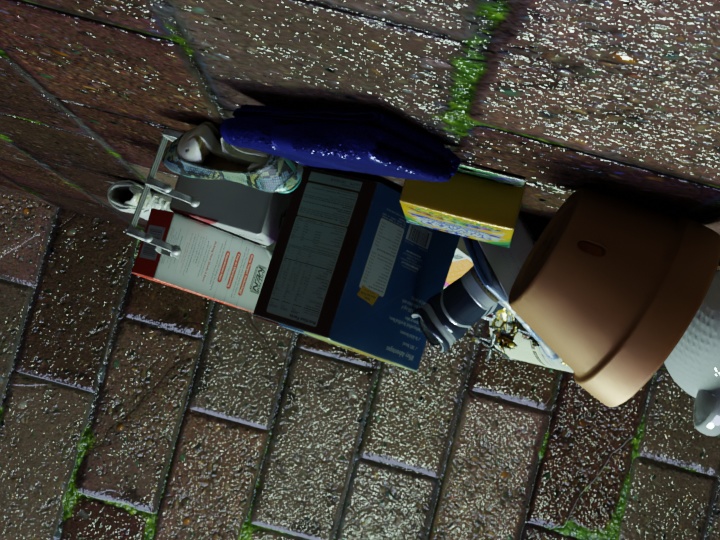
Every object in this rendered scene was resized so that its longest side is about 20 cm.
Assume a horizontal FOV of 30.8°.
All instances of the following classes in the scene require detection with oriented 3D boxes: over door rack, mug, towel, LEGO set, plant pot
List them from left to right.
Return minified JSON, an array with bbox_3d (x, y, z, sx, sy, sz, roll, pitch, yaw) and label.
[{"bbox_3d":[-0.237,-0.095,1.724,0.066,0.149,0.200,20,176,7],"label":"over door rack"},{"bbox_3d":[-0.019,-0.127,1.270,0.199,0.050,0.147,11,-179,38],"label":"towel"},{"bbox_3d":[0.184,0.018,1.643,0.200,0.024,0.147,43,-159,-44],"label":"towel"},{"bbox_3d":[0.238,0.068,1.848,0.153,0.116,0.201,23,142,19],"label":"LEGO set"},{"bbox_3d":[0.238,0.013,1.282,0.140,0.201,0.200,31,175,-2],"label":"plant pot"},{"bbox_3d":[0.418,0.089,1.447,0.147,0.201,0.175,24,167,2],"label":"mug"}]

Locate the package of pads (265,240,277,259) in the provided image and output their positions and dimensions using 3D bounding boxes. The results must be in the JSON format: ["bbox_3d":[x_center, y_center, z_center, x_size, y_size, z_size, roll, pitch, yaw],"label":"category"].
[{"bbox_3d":[-0.054,-0.036,1.873,0.154,0.068,0.200,-29,178,-5],"label":"package of pads"}]

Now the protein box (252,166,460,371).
[{"bbox_3d":[0.000,0.000,1.672,0.134,0.201,0.198,15,175,40],"label":"protein box"}]

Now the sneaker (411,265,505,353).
[{"bbox_3d":[0.131,0.048,1.685,0.070,0.108,0.200,50,-169,9],"label":"sneaker"}]

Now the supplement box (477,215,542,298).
[{"bbox_3d":[0.220,0.006,1.621,0.061,0.109,0.200,-31,159,15],"label":"supplement box"}]

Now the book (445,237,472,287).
[{"bbox_3d":[0.112,-0.011,1.900,0.133,0.048,0.200,-14,160,25],"label":"book"}]

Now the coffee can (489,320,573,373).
[{"bbox_3d":[0.320,0.083,2.022,0.146,0.147,0.199,19,174,-43],"label":"coffee can"}]

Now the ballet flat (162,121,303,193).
[{"bbox_3d":[-0.155,-0.140,1.505,0.199,0.075,0.074,11,174,29],"label":"ballet flat"}]

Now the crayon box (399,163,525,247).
[{"bbox_3d":[0.110,-0.073,1.423,0.125,0.052,0.200,15,175,6],"label":"crayon box"}]

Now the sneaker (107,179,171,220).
[{"bbox_3d":[-0.373,-0.114,2.405,0.199,0.074,0.115,14,179,27],"label":"sneaker"}]

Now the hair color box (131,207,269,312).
[{"bbox_3d":[-0.228,-0.013,1.911,0.061,0.102,0.199,12,172,46],"label":"hair color box"}]

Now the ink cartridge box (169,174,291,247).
[{"bbox_3d":[-0.177,-0.093,1.938,0.146,0.083,0.200,16,176,12],"label":"ink cartridge box"}]
